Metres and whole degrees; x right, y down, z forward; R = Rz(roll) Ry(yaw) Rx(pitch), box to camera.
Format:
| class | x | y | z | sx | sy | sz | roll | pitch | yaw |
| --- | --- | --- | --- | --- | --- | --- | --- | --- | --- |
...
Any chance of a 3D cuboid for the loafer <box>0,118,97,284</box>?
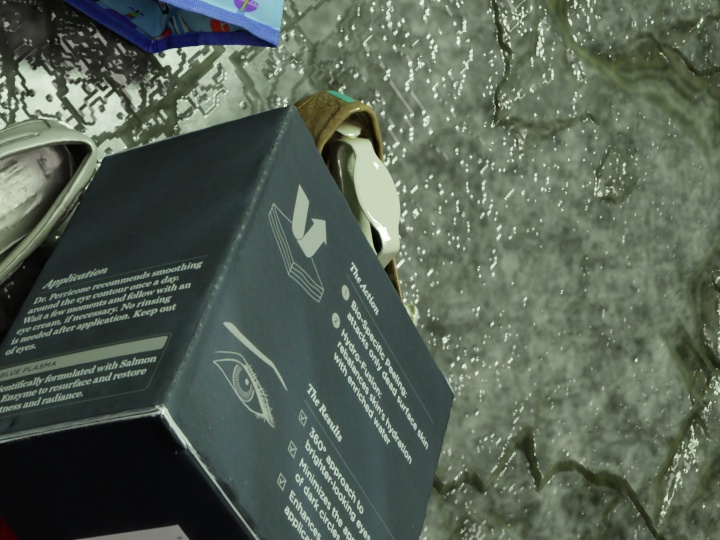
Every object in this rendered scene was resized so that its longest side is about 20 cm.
| class | x | y | z | sx | sy | sz | roll | pitch | yaw |
| --- | --- | --- | --- | --- | --- | --- | --- | --- | --- |
| loafer | -0.206 | -0.007 | 0.742 | 0.200 | 0.070 | 0.070 | -45 | 109 | -26 |

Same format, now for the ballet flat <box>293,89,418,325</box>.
| class | x | y | z | sx | sy | sz | roll | pitch | yaw |
| --- | --- | --- | --- | --- | --- | --- | --- | --- | --- |
| ballet flat | 0.000 | 0.000 | 0.869 | 0.067 | 0.072 | 0.202 | -6 | 91 | -31 |

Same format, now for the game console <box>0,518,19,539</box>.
| class | x | y | z | sx | sy | sz | roll | pitch | yaw |
| --- | --- | --- | --- | --- | --- | --- | --- | --- | --- |
| game console | -0.208 | 0.205 | 0.692 | 0.200 | 0.118 | 0.174 | -40 | 117 | -43 |

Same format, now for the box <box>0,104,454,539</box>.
| class | x | y | z | sx | sy | sz | roll | pitch | yaw |
| --- | --- | --- | --- | --- | --- | --- | --- | --- | --- |
| box | -0.059 | 0.068 | 0.734 | 0.197 | 0.117 | 0.201 | 60 | 32 | -32 |

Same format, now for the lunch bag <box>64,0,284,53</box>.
| class | x | y | z | sx | sy | sz | roll | pitch | yaw |
| --- | --- | --- | --- | --- | --- | --- | --- | --- | --- |
| lunch bag | -0.120 | -0.205 | 0.753 | 0.199 | 0.093 | 0.152 | 18 | 77 | -55 |
